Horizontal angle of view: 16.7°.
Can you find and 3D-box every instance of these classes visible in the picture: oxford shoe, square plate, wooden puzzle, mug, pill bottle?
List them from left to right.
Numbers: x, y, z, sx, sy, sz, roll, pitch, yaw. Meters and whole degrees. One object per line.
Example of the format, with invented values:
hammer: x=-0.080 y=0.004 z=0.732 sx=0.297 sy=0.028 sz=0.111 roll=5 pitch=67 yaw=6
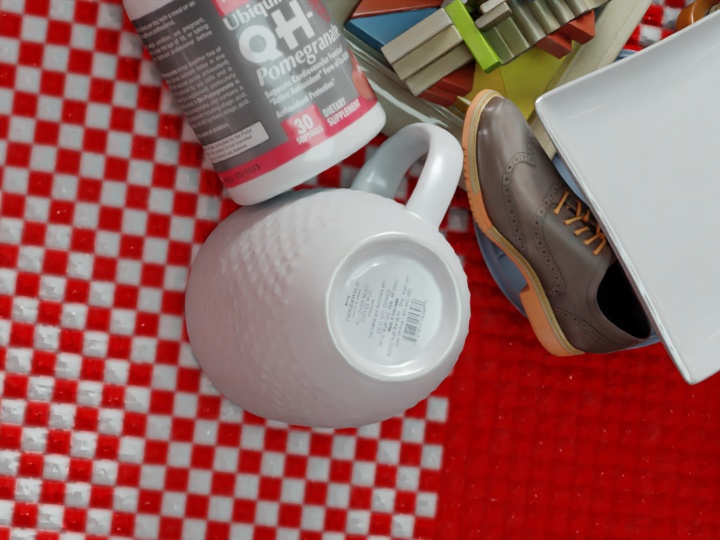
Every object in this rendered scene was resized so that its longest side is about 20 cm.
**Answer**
pill bottle: x=-0.076 y=-0.150 z=1.493 sx=0.111 sy=0.111 sz=0.200 roll=-33 pitch=101 yaw=-18
mug: x=0.000 y=0.000 z=1.486 sx=0.147 sy=0.175 sz=0.200 roll=31 pitch=79 yaw=-18
wooden puzzle: x=0.077 y=-0.167 z=1.574 sx=0.185 sy=0.037 sz=0.200 roll=35 pitch=79 yaw=-5
oxford shoe: x=0.125 y=-0.031 z=1.524 sx=0.071 sy=0.073 sz=0.200 roll=-56 pitch=131 yaw=-35
square plate: x=0.220 y=-0.051 z=1.534 sx=0.200 sy=0.028 sz=0.198 roll=-27 pitch=85 yaw=-33

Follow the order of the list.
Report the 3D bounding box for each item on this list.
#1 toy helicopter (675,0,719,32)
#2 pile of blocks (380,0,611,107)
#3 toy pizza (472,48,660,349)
toy helicopter: x=0.298 y=-0.106 z=1.637 sx=0.132 sy=0.079 sz=0.200 roll=2 pitch=71 yaw=-34
pile of blocks: x=0.106 y=-0.158 z=1.521 sx=0.200 sy=0.082 sz=0.062 roll=-33 pitch=88 yaw=-17
toy pizza: x=0.164 y=-0.047 z=1.626 sx=0.200 sy=0.032 sz=0.201 roll=1 pitch=88 yaw=-18
